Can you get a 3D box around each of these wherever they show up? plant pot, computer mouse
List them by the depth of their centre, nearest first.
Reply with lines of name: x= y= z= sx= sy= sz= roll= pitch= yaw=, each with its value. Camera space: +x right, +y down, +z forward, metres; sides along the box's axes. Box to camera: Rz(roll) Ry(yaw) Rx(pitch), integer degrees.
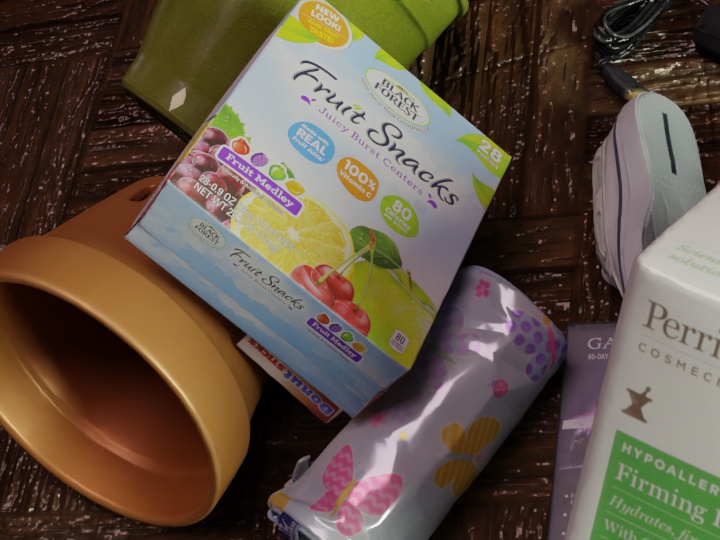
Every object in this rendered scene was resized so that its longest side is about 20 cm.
plant pot: x=-0.132 y=0.037 z=0.941 sx=0.198 sy=0.202 sz=0.140 roll=14 pitch=47 yaw=30
computer mouse: x=0.239 y=-0.145 z=0.989 sx=0.140 sy=0.046 sz=0.200 roll=-36 pitch=51 yaw=-5
plant pot: x=-0.061 y=-0.165 z=1.055 sx=0.200 sy=0.200 sz=0.194 roll=35 pitch=87 yaw=37

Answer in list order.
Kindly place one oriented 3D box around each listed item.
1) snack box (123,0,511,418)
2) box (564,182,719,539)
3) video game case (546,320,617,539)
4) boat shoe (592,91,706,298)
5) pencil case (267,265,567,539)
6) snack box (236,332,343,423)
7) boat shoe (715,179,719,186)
snack box: x=-0.018 y=-0.045 z=0.889 sx=0.068 sy=0.168 sz=0.201 roll=-43 pitch=13 yaw=44
box: x=0.231 y=0.068 z=0.701 sx=0.197 sy=0.173 sz=0.199 roll=23 pitch=30 yaw=25
video game case: x=0.177 y=0.117 z=0.852 sx=0.141 sy=0.019 sz=0.202 roll=-3 pitch=55 yaw=21
boat shoe: x=0.177 y=-0.016 z=0.918 sx=0.067 sy=0.073 sz=0.202 roll=-51 pitch=23 yaw=44
pencil case: x=0.034 y=0.093 z=0.889 sx=0.200 sy=0.083 sz=0.090 roll=-49 pitch=38 yaw=-14
snack box: x=0.000 y=0.000 z=0.937 sx=0.024 sy=0.072 sz=0.201 roll=-39 pitch=13 yaw=45
boat shoe: x=0.280 y=-0.012 z=0.867 sx=0.069 sy=0.074 sz=0.200 roll=-39 pitch=42 yaw=-3
